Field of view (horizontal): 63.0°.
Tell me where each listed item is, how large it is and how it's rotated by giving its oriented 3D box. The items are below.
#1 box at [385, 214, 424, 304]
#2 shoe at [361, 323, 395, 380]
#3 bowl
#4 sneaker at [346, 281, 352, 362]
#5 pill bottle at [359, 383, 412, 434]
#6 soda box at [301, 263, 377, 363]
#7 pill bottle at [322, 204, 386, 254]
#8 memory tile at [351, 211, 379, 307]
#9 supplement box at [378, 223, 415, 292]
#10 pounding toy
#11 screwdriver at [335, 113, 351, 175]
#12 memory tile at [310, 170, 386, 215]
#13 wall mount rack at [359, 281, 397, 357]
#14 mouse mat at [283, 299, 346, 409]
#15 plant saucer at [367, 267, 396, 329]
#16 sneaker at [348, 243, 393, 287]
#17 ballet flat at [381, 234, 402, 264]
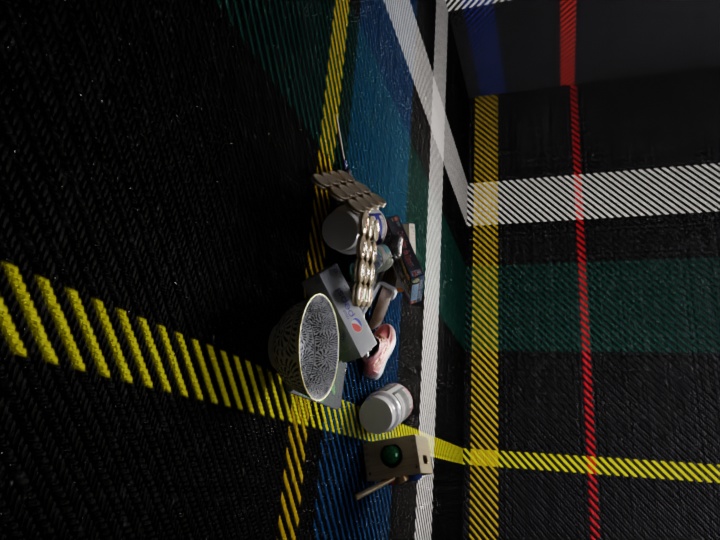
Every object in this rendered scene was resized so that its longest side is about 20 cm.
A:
[{"bbox_3d":[0.116,-0.029,1.581,0.137,0.037,0.202,86,-15,-59],"label":"box"},{"bbox_3d":[0.051,0.206,1.666,0.201,0.070,0.092,-66,154,-44],"label":"shoe"},{"bbox_3d":[-0.118,0.146,1.133,0.200,0.093,0.204,-1,90,-72],"label":"bowl"},{"bbox_3d":[-0.028,0.125,1.448,0.081,0.073,0.203,-7,97,-74],"label":"sneaker"},{"bbox_3d":[0.070,0.388,1.644,0.200,0.112,0.116,5,84,-71],"label":"pill bottle"},{"bbox_3d":[-0.045,0.093,1.272,0.068,0.063,0.202,-33,98,-49],"label":"soda box"},{"bbox_3d":[-0.017,-0.101,1.424,0.200,0.118,0.122,-17,104,-70],"label":"pill bottle"},{"bbox_3d":[0.013,-0.020,1.284,0.153,0.017,0.203,22,72,-76],"label":"memory tile"},{"bbox_3d":[0.100,-0.037,1.757,0.073,0.124,0.203,-4,92,-70],"label":"supplement box"},{"bbox_3d":[0.089,0.542,1.619,0.200,0.182,0.144,45,34,-64],"label":"pounding toy"},{"bbox_3d":[-0.041,-0.299,1.500,0.028,0.029,0.203,-58,147,-59],"label":"screwdriver"},{"bbox_3d":[-0.026,-0.185,1.376,0.017,0.153,0.200,-57,170,22],"label":"memory tile"},{"bbox_3d":[0.030,0.113,1.447,0.175,0.074,0.200,-63,175,2],"label":"wall mount rack"},{"bbox_3d":[-0.086,0.179,1.250,0.160,0.007,0.203,29,58,-37],"label":"mouse mat"},{"bbox_3d":[0.062,0.079,1.634,0.200,0.036,0.203,21,89,-90],"label":"plant saucer"},{"bbox_3d":[0.000,0.000,1.470,0.078,0.085,0.200,64,-34,21],"label":"sneaker"},{"bbox_3d":[0.080,-0.053,1.525,0.057,0.066,0.200,-57,-175,-6],"label":"ballet flat"}]
